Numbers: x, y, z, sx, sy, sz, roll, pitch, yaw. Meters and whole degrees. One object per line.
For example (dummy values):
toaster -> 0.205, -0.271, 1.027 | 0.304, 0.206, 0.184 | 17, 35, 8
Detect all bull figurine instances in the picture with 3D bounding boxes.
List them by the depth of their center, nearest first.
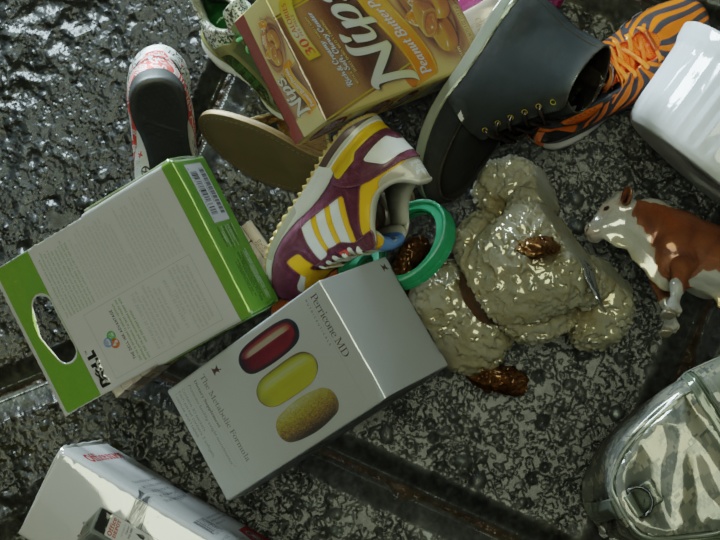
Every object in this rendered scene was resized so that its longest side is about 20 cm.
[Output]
bull figurine -> 0.290, -0.001, 1.275 | 0.198, 0.065, 0.123 | 11, 64, -15

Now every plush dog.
plush dog -> 0.118, 0.021, 1.287 | 0.171, 0.160, 0.201 | -40, 83, 23

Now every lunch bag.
lunch bag -> 0.272, 0.164, 1.226 | 0.166, 0.200, 0.141 | -26, 80, -2

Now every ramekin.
ramekin -> 0.324, -0.111, 1.250 | 0.200, 0.200, 0.098 | 40, 95, 7

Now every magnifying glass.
magnifying glass -> 0.000, 0.000, 1.301 | 0.199, 0.022, 0.080 | -29, 46, 30

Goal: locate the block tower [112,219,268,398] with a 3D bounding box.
block tower -> -0.153, 0.033, 1.338 | 0.199, 0.054, 0.058 | -37, 84, -1

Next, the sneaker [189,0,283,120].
sneaker -> -0.090, -0.199, 1.300 | 0.199, 0.089, 0.077 | 32, 82, 37

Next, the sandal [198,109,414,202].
sandal -> -0.040, -0.113, 1.346 | 0.210, 0.078, 0.070 | 24, 58, 9

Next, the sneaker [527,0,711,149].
sneaker -> 0.233, -0.179, 1.302 | 0.199, 0.112, 0.078 | -38, 83, 0

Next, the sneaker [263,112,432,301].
sneaker -> -0.012, -0.032, 1.247 | 0.090, 0.075, 0.201 | 45, 130, 21

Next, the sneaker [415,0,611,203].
sneaker -> 0.125, -0.129, 1.247 | 0.106, 0.074, 0.202 | 39, 112, 32

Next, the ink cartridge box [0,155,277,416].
ink cartridge box -> -0.196, 0.012, 1.275 | 0.199, 0.076, 0.149 | -28, 89, 16

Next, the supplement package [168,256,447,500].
supplement package -> -0.046, 0.092, 1.253 | 0.199, 0.109, 0.115 | -36, 81, 33

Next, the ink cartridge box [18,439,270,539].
ink cartridge box -> -0.176, 0.235, 1.274 | 0.198, 0.147, 0.084 | 29, 89, 7

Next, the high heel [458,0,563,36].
high heel -> 0.098, -0.223, 1.358 | 0.199, 0.096, 0.068 | -33, 86, 22

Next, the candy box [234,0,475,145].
candy box -> 0.004, -0.193, 1.241 | 0.199, 0.055, 0.116 | -25, 86, -39

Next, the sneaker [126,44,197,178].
sneaker -> -0.176, -0.104, 1.347 | 0.066, 0.108, 0.204 | -5, 120, -4
